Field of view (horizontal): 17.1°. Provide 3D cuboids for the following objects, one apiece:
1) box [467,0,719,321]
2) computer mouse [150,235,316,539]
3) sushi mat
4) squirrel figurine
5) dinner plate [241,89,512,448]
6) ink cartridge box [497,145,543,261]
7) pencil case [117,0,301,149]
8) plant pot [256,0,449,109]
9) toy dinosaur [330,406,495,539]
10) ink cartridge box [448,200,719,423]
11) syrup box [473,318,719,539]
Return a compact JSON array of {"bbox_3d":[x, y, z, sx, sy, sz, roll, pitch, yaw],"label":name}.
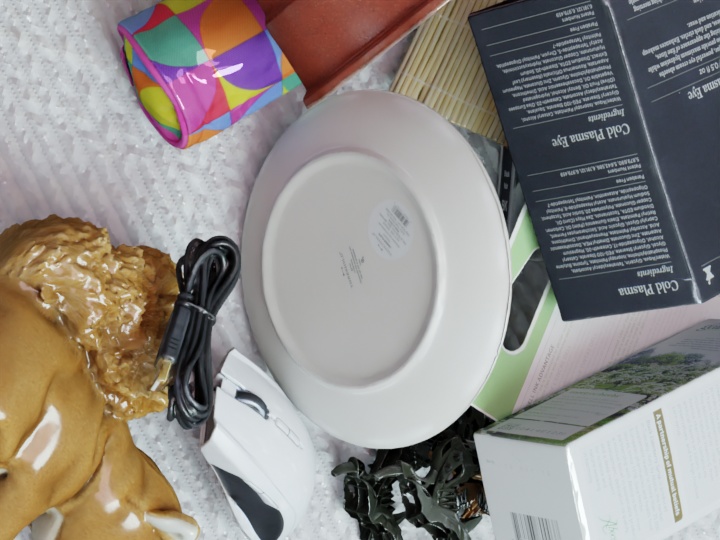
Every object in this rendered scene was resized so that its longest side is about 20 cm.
[{"bbox_3d":[0.182,-0.090,1.347,0.200,0.104,0.182,-24,99,-42],"label":"box"},{"bbox_3d":[-0.060,0.081,1.337,0.200,0.044,0.110,65,27,-47],"label":"computer mouse"},{"bbox_3d":[0.098,-0.172,1.410,0.096,0.012,0.200,23,81,13],"label":"sushi mat"},{"bbox_3d":[-0.155,0.076,1.309,0.187,0.142,0.200,41,83,-25],"label":"squirrel figurine"},{"bbox_3d":[0.000,0.000,1.328,0.024,0.200,0.201,-5,97,-50],"label":"dinner plate"},{"bbox_3d":[0.182,-0.101,1.462,0.198,0.043,0.200,2,93,-19],"label":"ink cartridge box"},{"bbox_3d":[-0.042,-0.148,1.358,0.200,0.088,0.088,-32,104,-17],"label":"pencil case"},{"bbox_3d":[-0.010,-0.221,1.227,0.201,0.201,0.195,-40,96,-12],"label":"plant pot"},{"bbox_3d":[0.056,0.103,1.424,0.200,0.102,0.136,42,65,0],"label":"toy dinosaur"},{"bbox_3d":[0.131,0.048,1.395,0.200,0.048,0.146,33,73,-32],"label":"ink cartridge box"},{"bbox_3d":[0.167,0.095,1.347,0.200,0.079,0.082,-22,105,-35],"label":"syrup box"}]
